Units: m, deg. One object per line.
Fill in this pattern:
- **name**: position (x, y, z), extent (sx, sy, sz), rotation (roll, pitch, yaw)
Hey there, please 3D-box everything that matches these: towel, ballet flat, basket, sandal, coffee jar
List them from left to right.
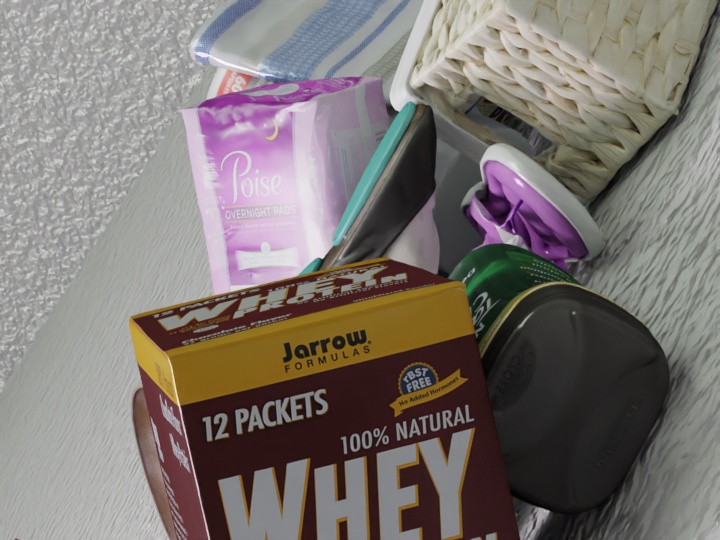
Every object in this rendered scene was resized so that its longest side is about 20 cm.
- **ballet flat**: position (0.000, 0.000, 1.515), extent (0.200, 0.068, 0.068), rotation (-54, 8, 15)
- **towel**: position (0.009, -0.155, 1.672), extent (0.147, 0.199, 0.024), rotation (-48, -38, -41)
- **sandal**: position (0.087, -0.019, 1.493), extent (0.050, 0.082, 0.203), rotation (-51, -3, -7)
- **coffee jar**: position (0.083, 0.051, 1.312), extent (0.105, 0.085, 0.200), rotation (-62, 11, 2)
- **basket**: position (0.123, -0.160, 1.535), extent (0.123, 0.135, 0.201), rotation (-43, 21, 53)

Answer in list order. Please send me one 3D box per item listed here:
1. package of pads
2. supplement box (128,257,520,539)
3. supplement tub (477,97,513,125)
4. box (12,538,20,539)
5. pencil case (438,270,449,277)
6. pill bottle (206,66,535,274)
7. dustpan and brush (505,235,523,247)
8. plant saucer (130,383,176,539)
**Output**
- **package of pads**: position (-0.031, -0.011, 1.602), extent (0.120, 0.201, 0.076), rotation (-3, 10, 40)
- **supplement box**: position (-0.013, 0.110, 1.223), extent (0.197, 0.132, 0.201), rotation (-159, 56, -79)
- **supplement tub**: position (0.078, -0.189, 1.795), extent (0.200, 0.145, 0.145), rotation (-53, 13, 37)
- **box**: position (-0.140, 0.253, 1.535), extent (0.096, 0.199, 0.100), rotation (-55, 12, 35)
- **pencil case**: position (-0.006, 0.033, 1.762), extent (0.201, 0.092, 0.085), rotation (-63, 11, -12)
- **pill bottle**: position (0.006, -0.077, 1.683), extent (0.200, 0.114, 0.114), rotation (27, 88, 39)
- **dustpan and brush**: position (0.053, 0.073, 1.462), extent (0.200, 0.057, 0.140), rotation (-58, 11, 19)
- **plant saucer**: position (-0.088, 0.158, 1.683), extent (0.032, 0.201, 0.200), rotation (-24, 0, -17)
